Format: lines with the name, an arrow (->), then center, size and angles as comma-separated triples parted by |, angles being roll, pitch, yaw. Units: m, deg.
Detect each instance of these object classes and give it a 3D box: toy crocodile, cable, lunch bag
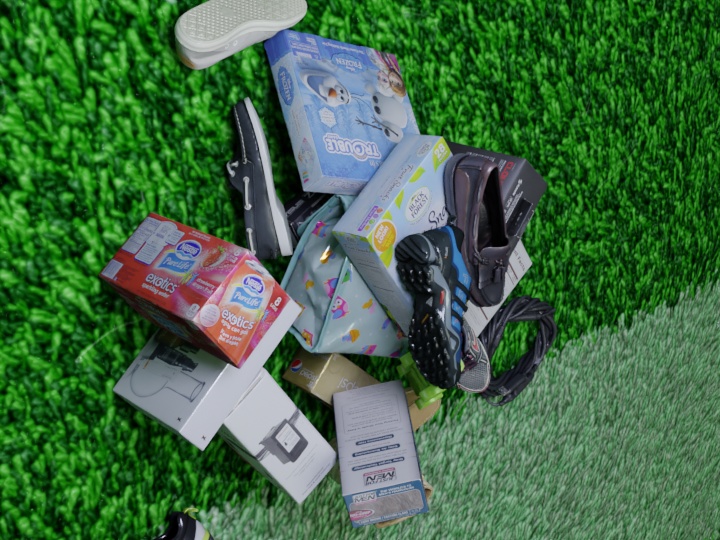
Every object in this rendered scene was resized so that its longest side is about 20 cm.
toy crocodile -> 0.091, 0.136, 1.409 | 0.062, 0.068, 0.200 | -28, 169, -8
cable -> 0.256, 0.119, 1.795 | 0.200, 0.051, 0.164 | -42, 125, -23
lunch bag -> 0.000, 0.000, 1.370 | 0.170, 0.122, 0.201 | 6, 108, -42

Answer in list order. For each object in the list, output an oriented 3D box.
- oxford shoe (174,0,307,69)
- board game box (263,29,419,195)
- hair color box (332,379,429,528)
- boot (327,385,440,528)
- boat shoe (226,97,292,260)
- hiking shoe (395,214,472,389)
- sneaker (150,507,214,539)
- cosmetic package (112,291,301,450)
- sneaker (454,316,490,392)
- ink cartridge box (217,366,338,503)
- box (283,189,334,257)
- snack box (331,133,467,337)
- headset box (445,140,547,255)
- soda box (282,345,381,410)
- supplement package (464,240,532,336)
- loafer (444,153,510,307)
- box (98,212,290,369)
oxford shoe -> -0.141, -0.285, 1.243 | 0.200, 0.075, 0.058 | -36, 167, -41
board game box -> -0.010, -0.190, 1.334 | 0.199, 0.043, 0.200 | 1, 68, -45
hair color box -> 0.023, 0.231, 1.382 | 0.099, 0.200, 0.061 | -13, 121, 3
boot -> 0.060, 0.251, 1.469 | 0.199, 0.155, 0.073 | -31, 131, -19
boat shoe -> -0.132, -0.107, 1.304 | 0.060, 0.076, 0.201 | -13, 102, 0
hiking shoe -> 0.103, 0.043, 1.256 | 0.086, 0.074, 0.201 | -25, 118, -34
sneaker -> -0.275, 0.381, 1.356 | 0.200, 0.072, 0.083 | -44, 107, -26
cosmetic package -> -0.182, 0.094, 1.267 | 0.200, 0.150, 0.052 | -56, 135, -15
sneaker -> 0.127, 0.109, 1.473 | 0.080, 0.075, 0.200 | -38, 130, -1
ink cartridge box -> -0.137, 0.182, 1.346 | 0.083, 0.145, 0.200 | -47, 132, -15
box -> -0.017, -0.041, 1.457 | 0.161, 0.049, 0.201 | -43, 130, -23
snack box -> 0.075, -0.037, 1.310 | 0.169, 0.067, 0.200 | -54, 130, -23
headset box -> 0.154, -0.091, 1.499 | 0.075, 0.199, 0.149 | 38, 78, -45
soda box -> -0.018, 0.170, 1.521 | 0.200, 0.064, 0.068 | 40, 76, -46
supplement package -> 0.138, 0.012, 1.580 | 0.200, 0.117, 0.118 | -51, 131, -20
loafer -> 0.149, -0.042, 1.289 | 0.072, 0.063, 0.201 | -33, 120, -39
box -> -0.187, 0.019, 1.198 | 0.100, 0.199, 0.096 | -54, 133, -16
